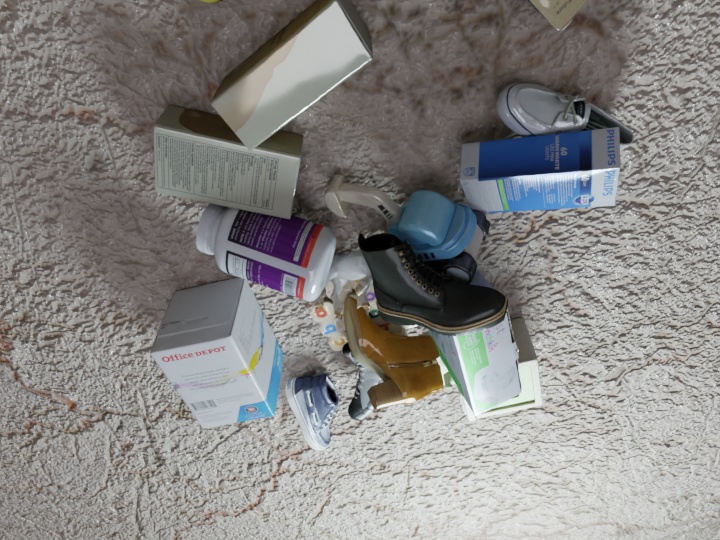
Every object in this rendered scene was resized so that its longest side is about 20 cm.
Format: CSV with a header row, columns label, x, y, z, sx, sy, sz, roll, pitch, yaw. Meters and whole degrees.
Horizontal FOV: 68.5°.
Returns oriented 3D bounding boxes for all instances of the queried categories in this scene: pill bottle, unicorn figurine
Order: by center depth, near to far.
label,x,y,z,sx,sy,sz,roll,pitch,yaw
pill bottle,-0.140,-0.036,0.796,0.194,0.114,0.115,19,128,3
unicorn figurine,0.000,0.000,0.842,0.194,0.140,0.075,-3,141,21

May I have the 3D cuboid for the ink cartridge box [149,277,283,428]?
label,x,y,z,sx,sy,sz,roll,pitch,yaw
ink cartridge box,-0.240,0.145,0.926,0.142,0.148,0.204,-11,128,9

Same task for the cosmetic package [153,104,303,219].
label,x,y,z,sx,sy,sz,roll,pitch,yaw
cosmetic package,-0.183,-0.151,0.745,0.194,0.072,0.107,12,127,-9

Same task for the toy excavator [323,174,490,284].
label,x,y,z,sx,sy,sz,roll,pitch,yaw
toy excavator,0.066,-0.076,0.774,0.191,0.102,0.200,-5,139,48

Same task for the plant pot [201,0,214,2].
label,x,y,z,sx,sy,sz,roll,pitch,yaw
plant pot,-0.143,-0.384,0.499,0.196,0.179,0.201,-26,125,20

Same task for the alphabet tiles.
label,x,y,z,sx,sy,sz,roll,pitch,yaw
alphabet tiles,0.013,0.078,0.960,0.190,0.015,0.203,-19,125,14

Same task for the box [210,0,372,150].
label,x,y,z,sx,sy,sz,roll,pitch,yaw
box,-0.083,-0.250,0.656,0.197,0.096,0.078,-31,122,20

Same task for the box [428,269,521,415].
label,x,y,z,sx,sy,sz,roll,pitch,yaw
box,0.172,0.094,0.860,0.094,0.178,0.203,-23,127,-3

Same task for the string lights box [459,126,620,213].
label,x,y,z,sx,sy,sz,roll,pitch,yaw
string lights box,0.240,-0.128,0.713,0.194,0.061,0.103,-1,159,23

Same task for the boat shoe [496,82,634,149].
label,x,y,z,sx,sy,sz,roll,pitch,yaw
boat shoe,0.275,-0.205,0.696,0.194,0.076,0.066,11,170,-22

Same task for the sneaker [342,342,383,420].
label,x,y,z,sx,sy,sz,roll,pitch,yaw
sneaker,0.002,0.186,0.996,0.113,0.076,0.202,28,113,-15

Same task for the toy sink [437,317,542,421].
label,x,y,z,sx,sy,sz,roll,pitch,yaw
toy sink,0.227,0.193,0.986,0.194,0.114,0.133,-13,127,10

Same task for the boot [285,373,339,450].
label,x,y,z,sx,sy,sz,roll,pitch,yaw
boot,-0.079,0.297,1.090,0.088,0.074,0.204,-10,127,15

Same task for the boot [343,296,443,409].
label,x,y,z,sx,sy,sz,roll,pitch,yaw
boot,0.059,0.129,0.919,0.140,0.207,0.071,-14,164,-21

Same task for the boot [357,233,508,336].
label,x,y,z,sx,sy,sz,roll,pitch,yaw
boot,0.093,0.012,0.718,0.194,0.078,0.141,-2,130,27

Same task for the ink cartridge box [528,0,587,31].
label,x,y,z,sx,sy,sz,roll,pitch,yaw
ink cartridge box,0.227,-0.397,0.554,0.163,0.076,0.200,31,121,-24
